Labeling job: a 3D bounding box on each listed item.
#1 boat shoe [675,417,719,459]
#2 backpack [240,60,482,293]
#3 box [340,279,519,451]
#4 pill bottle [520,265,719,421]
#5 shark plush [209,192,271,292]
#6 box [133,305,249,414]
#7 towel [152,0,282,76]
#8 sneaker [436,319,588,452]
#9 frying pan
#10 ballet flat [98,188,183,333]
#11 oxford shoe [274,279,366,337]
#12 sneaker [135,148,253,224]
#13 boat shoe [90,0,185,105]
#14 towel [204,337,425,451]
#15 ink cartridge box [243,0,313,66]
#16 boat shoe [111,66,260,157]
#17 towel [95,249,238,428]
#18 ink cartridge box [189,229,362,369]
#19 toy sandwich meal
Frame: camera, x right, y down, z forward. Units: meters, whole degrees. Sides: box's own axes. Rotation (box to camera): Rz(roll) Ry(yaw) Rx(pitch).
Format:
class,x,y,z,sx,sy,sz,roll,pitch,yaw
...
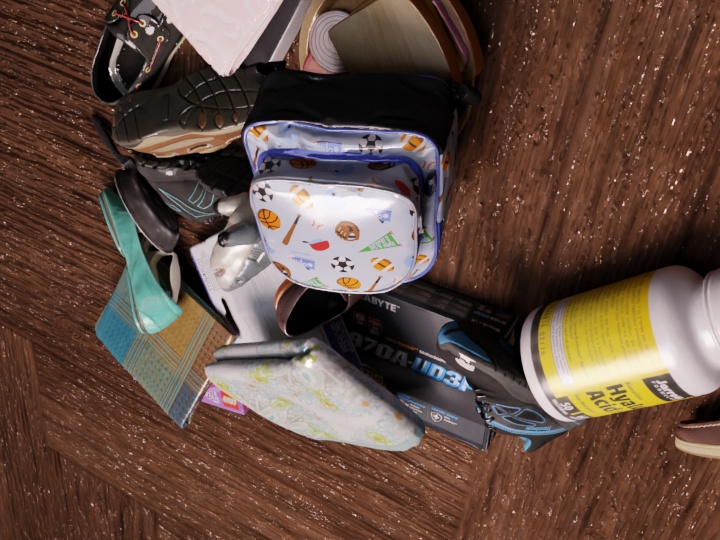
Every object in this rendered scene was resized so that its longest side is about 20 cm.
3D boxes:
class,x,y,z,sx,sy,sz,roll,pitch,yaw
boat shoe,0.366,0.123,0.756,0.199,0.072,0.073,-18,77,51
backpack,-0.004,-0.066,0.742,0.198,0.155,0.191,10,149,15
box,0.064,0.090,0.942,0.199,0.046,0.160,21,128,23
pill bottle,0.248,0.060,0.753,0.199,0.111,0.112,-23,104,41
shark plush,-0.066,-0.052,0.884,0.091,0.199,0.084,43,160,58
box,-0.234,0.104,1.159,0.198,0.039,0.138,11,124,28
towel,-0.144,-0.310,0.786,0.200,0.032,0.191,48,130,-1
sneaker,0.136,0.119,0.834,0.199,0.073,0.082,34,114,-29
frying pan,-0.261,-0.100,1.039,0.031,0.191,0.115,-30,145,6
ballet flat,-0.263,-0.020,1.069,0.067,0.070,0.202,79,170,-71
oxford shoe,0.000,0.000,0.860,0.200,0.073,0.071,-40,108,10
sneaker,-0.162,-0.093,0.971,0.199,0.075,0.080,18,139,34
boat shoe,-0.229,-0.253,0.908,0.074,0.063,0.202,44,132,7
towel,-0.052,0.133,0.916,0.171,0.049,0.199,38,150,-32
ink cartridge box,-0.080,-0.284,0.806,0.095,0.037,0.200,43,131,4
boat shoe,-0.168,-0.163,0.923,0.198,0.074,0.076,-3,73,25
towel,-0.249,0.080,1.093,0.200,0.022,0.147,39,107,27
ink cartridge box,-0.102,0.038,0.997,0.199,0.040,0.201,-14,101,52
toy sandwich meal,0.017,-0.177,0.783,0.204,0.070,0.207,17,127,24
